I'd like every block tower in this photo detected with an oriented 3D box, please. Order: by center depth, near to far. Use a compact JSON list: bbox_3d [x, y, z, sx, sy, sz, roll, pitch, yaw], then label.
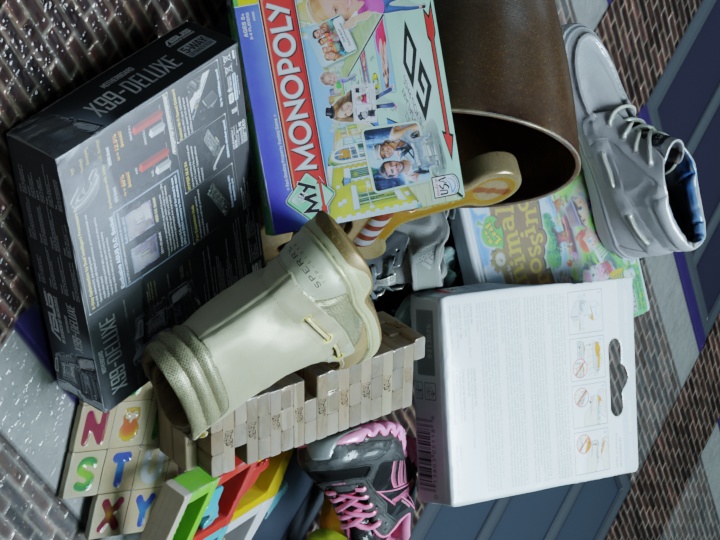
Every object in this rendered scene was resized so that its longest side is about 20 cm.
[{"bbox_3d":[-0.046,0.087,1.427,0.199,0.054,0.058,-19,123,-33],"label":"block tower"}]

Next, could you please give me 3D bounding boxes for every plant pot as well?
[{"bbox_3d":[0.071,-0.172,1.465,0.187,0.185,0.202,41,49,-61],"label":"plant pot"}]

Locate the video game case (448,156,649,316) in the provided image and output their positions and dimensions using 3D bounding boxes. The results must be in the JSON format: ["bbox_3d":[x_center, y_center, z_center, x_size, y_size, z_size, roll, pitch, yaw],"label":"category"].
[{"bbox_3d":[0.148,-0.038,1.623,0.181,0.022,0.202,-20,101,-37],"label":"video game case"}]

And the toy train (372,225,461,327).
[{"bbox_3d":[0.012,0.046,1.586,0.200,0.085,0.114,-51,156,-33],"label":"toy train"}]

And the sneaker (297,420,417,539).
[{"bbox_3d":[0.003,0.165,1.516,0.200,0.078,0.096,33,56,-68],"label":"sneaker"}]

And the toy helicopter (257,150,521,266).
[{"bbox_3d":[0.015,-0.051,1.400,0.133,0.198,0.079,80,-6,-60],"label":"toy helicopter"}]

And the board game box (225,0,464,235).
[{"bbox_3d":[-0.013,-0.134,1.314,0.134,0.029,0.202,-12,96,-14],"label":"board game box"}]

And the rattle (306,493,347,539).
[{"bbox_3d":[-0.059,0.222,1.581,0.199,0.130,0.144,-2,99,-33],"label":"rattle"}]

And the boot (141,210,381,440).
[{"bbox_3d":[-0.064,0.052,1.314,0.155,0.073,0.200,-37,166,-10],"label":"boot"}]

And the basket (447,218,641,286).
[{"bbox_3d":[0.143,-0.023,1.721,0.200,0.136,0.181,-31,163,-42],"label":"basket"}]

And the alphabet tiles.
[{"bbox_3d":[-0.134,0.088,1.395,0.166,0.006,0.202,0,107,-52],"label":"alphabet tiles"}]

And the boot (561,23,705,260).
[{"bbox_3d":[0.220,-0.107,1.608,0.073,0.095,0.201,-30,106,-35],"label":"boot"}]

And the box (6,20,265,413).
[{"bbox_3d":[-0.135,-0.033,1.274,0.157,0.050,0.201,-38,138,-35],"label":"box"}]

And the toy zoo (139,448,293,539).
[{"bbox_3d":[-0.107,0.182,1.466,0.200,0.020,0.132,-25,144,-61],"label":"toy zoo"}]

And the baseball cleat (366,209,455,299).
[{"bbox_3d":[0.000,0.000,1.501,0.200,0.106,0.070,-50,151,-31],"label":"baseball cleat"}]

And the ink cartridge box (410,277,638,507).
[{"bbox_3d":[0.130,0.089,1.572,0.199,0.050,0.164,-6,95,-38],"label":"ink cartridge box"}]
